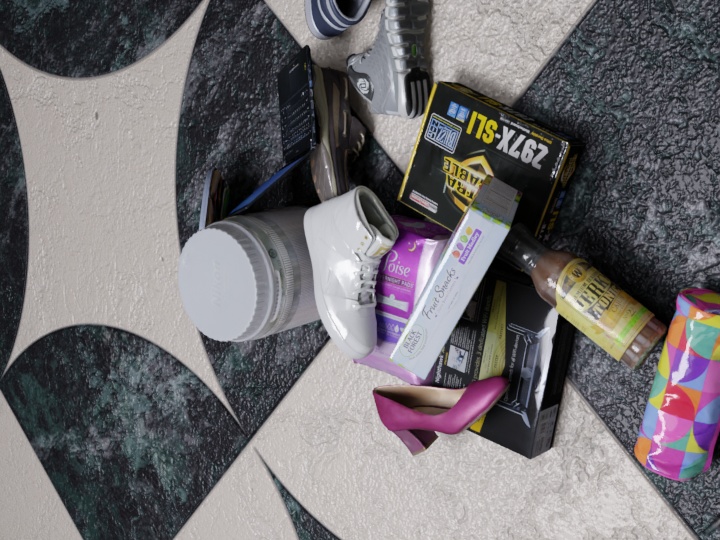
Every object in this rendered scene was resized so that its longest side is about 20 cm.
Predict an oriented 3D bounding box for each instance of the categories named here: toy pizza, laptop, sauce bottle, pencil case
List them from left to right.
[{"bbox_3d":[-0.208,-0.046,1.494,0.031,0.200,0.203,5,102,-3],"label":"toy pizza"},{"bbox_3d":[-0.126,-0.176,1.376,0.177,0.102,0.203,174,92,-73],"label":"laptop"},{"bbox_3d":[0.237,0.024,1.137,0.199,0.065,0.065,39,119,16],"label":"sauce bottle"},{"bbox_3d":[0.350,0.118,1.094,0.088,0.088,0.203,24,112,34],"label":"pencil case"}]

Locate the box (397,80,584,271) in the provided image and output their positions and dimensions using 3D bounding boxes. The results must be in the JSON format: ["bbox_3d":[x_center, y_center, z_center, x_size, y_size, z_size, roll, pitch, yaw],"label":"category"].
[{"bbox_3d":[0.151,-0.116,1.248,0.199,0.049,0.162,33,114,32],"label":"box"}]

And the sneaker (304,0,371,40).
[{"bbox_3d":[-0.036,-0.402,1.326,0.108,0.069,0.203,10,111,64],"label":"sneaker"}]

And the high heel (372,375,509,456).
[{"bbox_3d":[0.090,0.149,1.246,0.097,0.067,0.200,52,131,2],"label":"high heel"}]

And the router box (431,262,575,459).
[{"bbox_3d":[0.170,0.102,1.258,0.156,0.052,0.203,21,109,37],"label":"router box"}]

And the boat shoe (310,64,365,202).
[{"bbox_3d":[-0.028,-0.174,1.361,0.074,0.072,0.203,147,116,-72],"label":"boat shoe"}]

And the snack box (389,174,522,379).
[{"bbox_3d":[0.108,0.004,1.168,0.053,0.142,0.202,28,114,4],"label":"snack box"}]

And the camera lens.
[{"bbox_3d":[-0.122,0.002,1.388,0.158,0.199,0.163,9,104,36],"label":"camera lens"}]

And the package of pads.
[{"bbox_3d":[0.060,0.038,1.327,0.119,0.075,0.203,16,107,34],"label":"package of pads"}]

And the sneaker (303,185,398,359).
[{"bbox_3d":[0.000,0.000,1.274,0.115,0.073,0.203,-24,80,45],"label":"sneaker"}]

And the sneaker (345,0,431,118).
[{"bbox_3d":[0.025,-0.292,1.312,0.114,0.075,0.203,5,101,41],"label":"sneaker"}]
